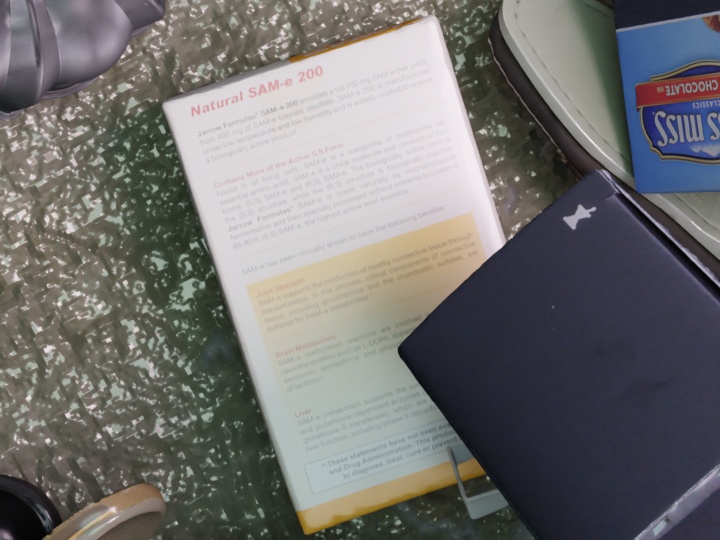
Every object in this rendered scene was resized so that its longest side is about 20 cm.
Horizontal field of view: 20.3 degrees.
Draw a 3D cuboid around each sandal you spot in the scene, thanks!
[{"bbox_3d":[-0.130,0.171,0.870,0.054,0.080,0.200,39,114,17],"label":"sandal"}]

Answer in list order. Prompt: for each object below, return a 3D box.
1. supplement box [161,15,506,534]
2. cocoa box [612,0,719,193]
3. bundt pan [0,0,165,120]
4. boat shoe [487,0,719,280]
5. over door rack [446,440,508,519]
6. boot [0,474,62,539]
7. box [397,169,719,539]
[{"bbox_3d":[0.000,0.000,0.897,0.126,0.074,0.201,-17,96,-4],"label":"supplement box"},{"bbox_3d":[0.223,-0.109,0.848,0.200,0.133,0.132,-10,95,-29],"label":"cocoa box"},{"bbox_3d":[-0.156,-0.159,0.843,0.201,0.076,0.203,-5,101,-25],"label":"bundt pan"},{"bbox_3d":[0.128,-0.046,0.908,0.201,0.061,0.072,43,55,-5],"label":"boat shoe"},{"bbox_3d":[0.134,0.083,0.880,0.200,0.067,0.148,-28,129,-8],"label":"over door rack"},{"bbox_3d":[-0.226,0.164,0.843,0.211,0.158,0.080,-30,91,0],"label":"boot"},{"bbox_3d":[0.128,0.083,0.737,0.104,0.148,0.200,-42,130,4],"label":"box"}]
